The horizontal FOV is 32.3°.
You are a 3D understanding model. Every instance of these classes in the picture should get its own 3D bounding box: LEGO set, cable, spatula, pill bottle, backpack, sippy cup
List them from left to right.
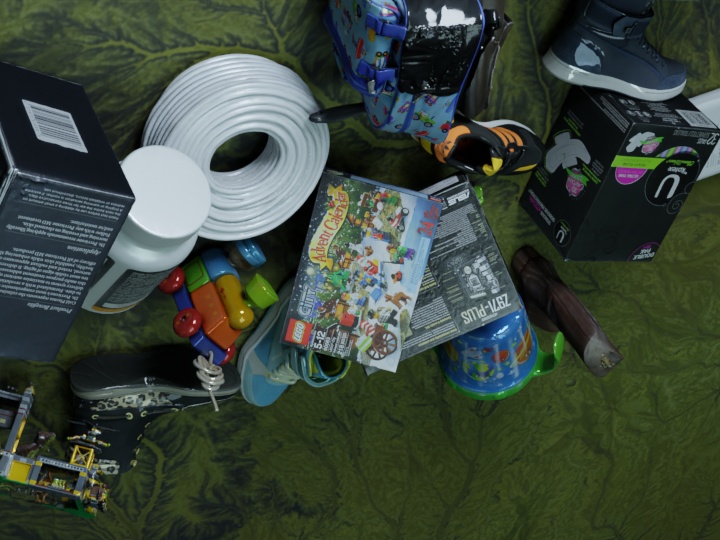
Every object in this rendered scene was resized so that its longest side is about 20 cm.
[{"bbox_3d":[-0.367,0.196,1.416,0.199,0.116,0.154,12,156,5],"label":"LEGO set"},{"bbox_3d":[-0.227,-0.040,1.228,0.116,0.117,0.200,0,160,-31],"label":"pill bottle"},{"bbox_3d":[-0.131,-0.125,1.300,0.200,0.069,0.200,-45,136,13],"label":"cable"},{"bbox_3d":[0.019,-0.170,1.328,0.200,0.056,0.021,-10,110,-44],"label":"spatula"},{"bbox_3d":[0.039,-0.228,1.241,0.134,0.183,0.200,-6,143,-15],"label":"backpack"},{"bbox_3d":[0.160,0.078,1.592,0.177,0.140,0.130,-18,147,-2],"label":"sippy cup"}]

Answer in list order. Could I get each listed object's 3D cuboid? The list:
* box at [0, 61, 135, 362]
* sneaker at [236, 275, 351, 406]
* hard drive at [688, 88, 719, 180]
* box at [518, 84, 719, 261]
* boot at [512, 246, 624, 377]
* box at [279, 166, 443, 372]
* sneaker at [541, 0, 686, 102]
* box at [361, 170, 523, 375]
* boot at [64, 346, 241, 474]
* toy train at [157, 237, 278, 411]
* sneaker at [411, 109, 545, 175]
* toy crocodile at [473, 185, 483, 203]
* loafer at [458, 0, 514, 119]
[{"bbox_3d":[-0.323,-0.057,1.151,0.124,0.200,0.197,13,121,-38],"label":"box"},{"bbox_3d":[-0.079,0.116,1.505,0.079,0.131,0.200,4,126,-35],"label":"sneaker"},{"bbox_3d":[0.507,-0.195,1.651,0.199,0.026,0.132,-20,136,-15],"label":"hard drive"},{"bbox_3d":[0.315,-0.124,1.528,0.148,0.124,0.200,1,128,-30],"label":"box"},{"bbox_3d":[0.282,0.083,1.639,0.064,0.200,0.186,-38,139,0],"label":"boot"},{"bbox_3d":[0.000,0.000,1.378,0.136,0.038,0.201,14,103,-3],"label":"box"},{"bbox_3d":[0.324,-0.276,1.431,0.202,0.077,0.146,3,129,-32],"label":"sneaker"},{"bbox_3d":[0.064,0.001,1.442,0.199,0.086,0.164,-24,102,6],"label":"box"},{"bbox_3d":[-0.255,0.171,1.495,0.203,0.074,0.154,0,130,-23],"label":"boot"},{"bbox_3d":[-0.137,0.051,1.356,0.116,0.200,0.085,-36,138,8],"label":"toy train"},{"bbox_3d":[0.149,-0.134,1.444,0.200,0.090,0.070,12,121,-37],"label":"sneaker"},{"bbox_3d":[0.074,-0.033,1.519,0.200,0.062,0.068,-45,176,10],"label":"toy crocodile"},{"bbox_3d":[0.134,-0.252,1.340,0.071,0.073,0.200,-14,134,-17],"label":"loafer"}]
